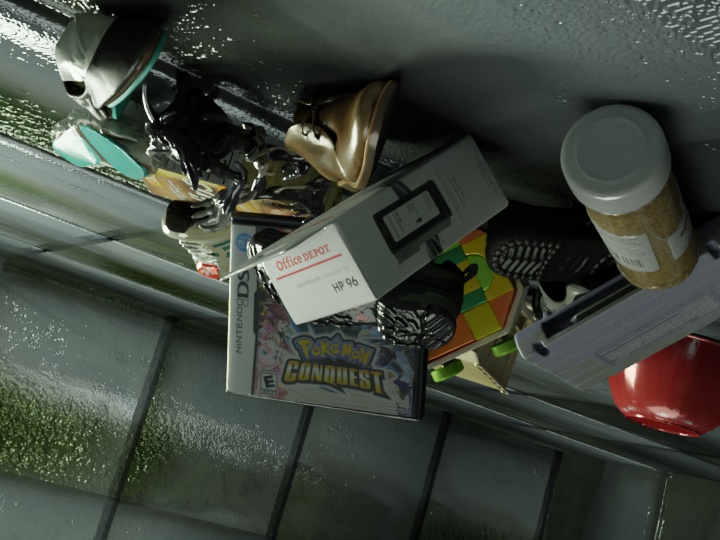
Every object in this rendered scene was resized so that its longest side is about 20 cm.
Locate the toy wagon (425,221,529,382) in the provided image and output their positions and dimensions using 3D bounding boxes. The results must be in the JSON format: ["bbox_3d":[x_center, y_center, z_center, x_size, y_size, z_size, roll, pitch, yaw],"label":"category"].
[{"bbox_3d":[0.061,0.029,0.992,0.200,0.155,0.040,-27,177,26],"label":"toy wagon"}]

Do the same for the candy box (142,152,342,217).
[{"bbox_3d":[-0.119,-0.090,1.040,0.199,0.055,0.115,15,168,2],"label":"candy box"}]

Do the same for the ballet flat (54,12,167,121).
[{"bbox_3d":[-0.203,-0.158,0.803,0.068,0.068,0.200,29,166,-17],"label":"ballet flat"}]

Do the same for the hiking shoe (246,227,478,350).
[{"bbox_3d":[0.000,0.000,0.915,0.200,0.101,0.076,21,137,10],"label":"hiking shoe"}]

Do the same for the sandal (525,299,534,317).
[{"bbox_3d":[0.239,0.053,1.261,0.200,0.054,0.080,27,171,32],"label":"sandal"}]

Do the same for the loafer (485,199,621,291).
[{"bbox_3d":[0.195,-0.029,0.884,0.200,0.071,0.073,10,139,-25],"label":"loafer"}]

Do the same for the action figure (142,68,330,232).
[{"bbox_3d":[-0.118,-0.092,0.875,0.200,0.119,0.102,16,138,-44],"label":"action figure"}]

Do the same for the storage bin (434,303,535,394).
[{"bbox_3d":[0.070,0.048,1.131,0.200,0.094,0.199,17,169,21],"label":"storage bin"}]

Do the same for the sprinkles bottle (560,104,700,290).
[{"bbox_3d":[0.198,-0.046,0.743,0.068,0.068,0.200,11,166,27],"label":"sprinkles bottle"}]

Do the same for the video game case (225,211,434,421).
[{"bbox_3d":[-0.032,0.042,0.989,0.199,0.181,0.025,6,-169,16],"label":"video game case"}]

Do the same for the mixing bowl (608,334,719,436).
[{"bbox_3d":[0.401,0.150,1.338,0.200,0.109,0.200,17,169,3],"label":"mixing bowl"}]

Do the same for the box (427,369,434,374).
[{"bbox_3d":[0.037,0.060,1.383,0.148,0.125,0.200,22,167,-25],"label":"box"}]

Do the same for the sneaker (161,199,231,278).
[{"bbox_3d":[-0.163,-0.031,1.158,0.070,0.094,0.200,19,-168,14],"label":"sneaker"}]

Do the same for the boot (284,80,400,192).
[{"bbox_3d":[-0.018,-0.105,0.788,0.075,0.074,0.200,24,171,-7],"label":"boot"}]

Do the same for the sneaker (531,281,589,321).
[{"bbox_3d":[0.223,0.021,1.097,0.088,0.076,0.200,49,172,-10],"label":"sneaker"}]

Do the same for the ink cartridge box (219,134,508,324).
[{"bbox_3d":[0.004,-0.022,0.793,0.116,0.200,0.068,-21,101,54],"label":"ink cartridge box"}]

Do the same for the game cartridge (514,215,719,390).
[{"bbox_3d":[0.246,0.034,0.895,0.200,0.038,0.130,-33,149,22],"label":"game cartridge"}]

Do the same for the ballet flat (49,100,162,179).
[{"bbox_3d":[-0.231,-0.131,0.960,0.072,0.072,0.200,25,174,-37],"label":"ballet flat"}]
